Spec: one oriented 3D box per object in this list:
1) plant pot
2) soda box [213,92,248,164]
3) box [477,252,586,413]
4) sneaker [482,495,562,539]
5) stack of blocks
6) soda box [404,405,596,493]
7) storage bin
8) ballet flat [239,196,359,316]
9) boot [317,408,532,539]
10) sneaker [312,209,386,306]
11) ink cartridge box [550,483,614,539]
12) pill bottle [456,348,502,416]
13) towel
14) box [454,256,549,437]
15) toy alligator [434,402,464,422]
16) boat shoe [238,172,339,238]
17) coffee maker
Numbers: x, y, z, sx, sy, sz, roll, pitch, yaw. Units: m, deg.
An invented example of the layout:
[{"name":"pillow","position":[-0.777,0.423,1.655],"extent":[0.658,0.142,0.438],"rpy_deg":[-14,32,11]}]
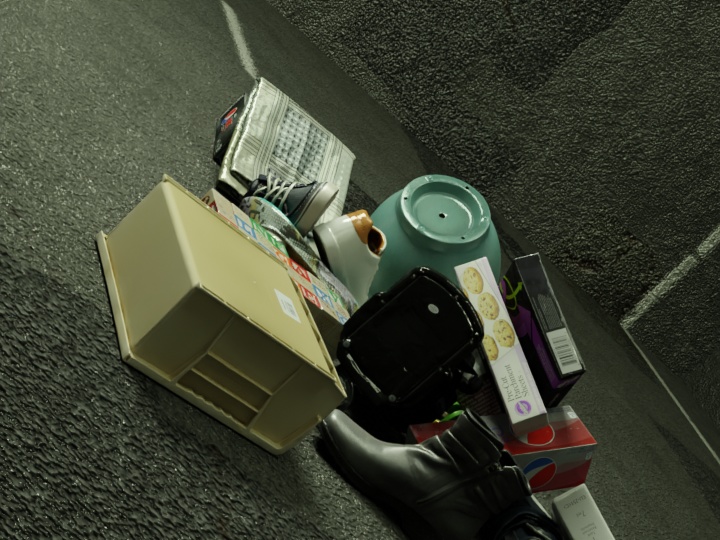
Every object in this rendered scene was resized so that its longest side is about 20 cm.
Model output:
[{"name":"plant pot","position":[0.094,-0.035,1.751],"extent":[0.198,0.135,0.201],"rpy_deg":[7,48,-8]},{"name":"soda box","position":[-0.161,-0.187,1.933],"extent":[0.071,0.063,0.200],"rpy_deg":[41,13,-17]},{"name":"box","position":[0.183,0.089,1.527],"extent":[0.200,0.036,0.144],"rpy_deg":[107,-34,-62]},{"name":"sneaker","position":[0.149,0.257,1.493],"extent":[0.202,0.077,0.146],"rpy_deg":[47,10,2]},{"name":"stack of blocks","position":[-0.102,0.011,1.497],"extent":[0.200,0.059,0.115],"rpy_deg":[39,14,-29]},{"name":"soda box","position":[0.147,0.199,1.459],"extent":[0.198,0.064,0.070],"rpy_deg":[-5,36,-21]},{"name":"storage bin","position":[-0.126,0.040,1.246],"extent":[0.198,0.094,0.200],"rpy_deg":[38,14,-34]},{"name":"ballet flat","position":[-0.084,-0.003,1.601],"extent":[0.200,0.072,0.072],"rpy_deg":[47,12,6]},{"name":"boot","position":[0.064,0.177,1.337],"extent":[0.200,0.132,0.070],"rpy_deg":[44,13,-9]},{"name":"sneaker","position":[0.000,0.000,1.675],"extent":[0.073,0.084,0.200],"rpy_deg":[57,-11,30]},{"name":"ink cartridge box","position":[0.266,0.332,1.505],"extent":[0.177,0.044,0.200],"rpy_deg":[64,1,16]},{"name":"pill bottle","position":[0.169,0.163,1.673],"extent":[0.201,0.114,0.114],"rpy_deg":[63,15,8]},{"name":"towel","position":[-0.093,-0.137,1.831],"extent":[0.192,0.034,0.201],"rpy_deg":[39,49,-29]},{"name":"box","position":[0.151,0.080,1.473],"extent":[0.039,0.041,0.201],"rpy_deg":[68,4,-60]},{"name":"toy alligator","position":[0.080,0.154,1.649],"extent":[0.200,0.054,0.059],"rpy_deg":[53,14,30]},{"name":"boat shoe","position":[-0.095,-0.082,1.670],"extent":[0.093,0.075,0.200],"rpy_deg":[39,-23,-4]},{"name":"coffee maker","position":[0.035,0.099,1.473],"extent":[0.200,0.191,0.136],"rpy_deg":[78,-5,-74]}]
